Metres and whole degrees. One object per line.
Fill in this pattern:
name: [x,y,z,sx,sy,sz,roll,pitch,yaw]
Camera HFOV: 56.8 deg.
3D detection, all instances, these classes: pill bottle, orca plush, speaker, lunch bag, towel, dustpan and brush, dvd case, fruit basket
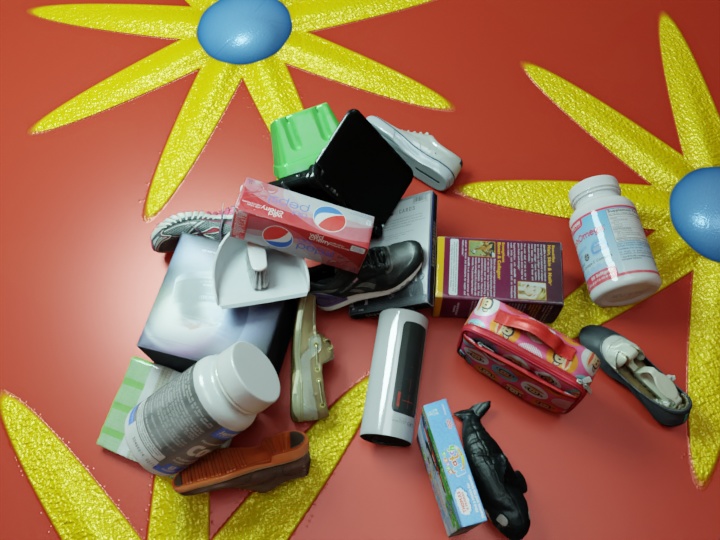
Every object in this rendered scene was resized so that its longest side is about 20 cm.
pill bottle: [0.407,-0.050,1.088,0.108,0.109,0.201,-8,65,-2]
orca plush: [0.201,0.274,0.953,0.105,0.071,0.201,10,49,-14]
speaker: [0.052,0.164,1.018,0.081,0.081,0.201,8,65,6]
lunch bag: [0.245,0.121,0.977,0.200,0.176,0.082,29,69,15]
towel: [-0.287,0.231,1.015,0.199,0.031,0.150,19,79,13]
dustpan and brush: [-0.160,-0.045,1.001,0.139,0.057,0.200,-9,50,-11]
dvd case: [0.054,-0.025,1.095,0.150,0.025,0.201,-12,60,33]
fruit basket: [-0.087,-0.168,1.138,0.155,0.216,0.216,-20,66,-6]
pill bottle: [-0.214,0.188,0.913,0.200,0.114,0.114,-35,65,18]

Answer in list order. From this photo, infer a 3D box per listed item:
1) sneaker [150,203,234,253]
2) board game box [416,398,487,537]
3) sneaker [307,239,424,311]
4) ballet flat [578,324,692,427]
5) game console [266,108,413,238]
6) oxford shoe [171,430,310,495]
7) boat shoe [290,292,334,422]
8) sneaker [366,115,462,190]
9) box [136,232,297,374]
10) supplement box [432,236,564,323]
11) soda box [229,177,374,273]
sneaker: [-0.257,-0.060,1.132,0.199,0.081,0.075,-11,67,-3]
board game box: [0.117,0.273,0.898,0.036,0.200,0.152,-16,65,-4]
sneaker: [0.000,0.000,1.036,0.199,0.088,0.076,-25,55,14]
ballet flat: [0.423,0.150,1.017,0.073,0.073,0.200,-36,69,-14]
game console: [-0.036,-0.139,1.068,0.175,0.200,0.117,-10,60,31]
oxford shoe: [-0.166,0.296,0.957,0.199,0.073,0.071,-12,22,-13]
boat shoe: [-0.074,0.132,1.030,0.066,0.074,0.201,2,88,-7]
sneaker: [0.094,-0.222,1.207,0.200,0.073,0.071,37,62,8]
box: [-0.209,0.069,1.048,0.199,0.123,0.199,12,67,8]
supplement box: [0.219,0.016,1.076,0.199,0.086,0.111,3,65,4]
soda box: [-0.085,-0.065,0.975,0.199,0.063,0.070,17,50,-8]
